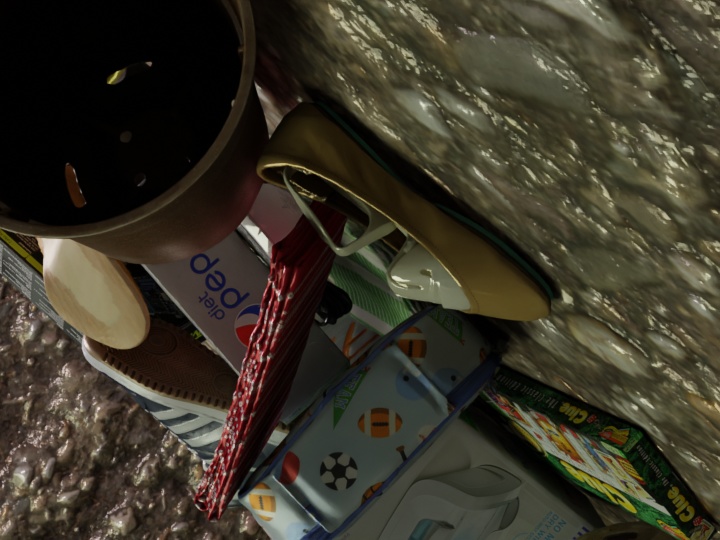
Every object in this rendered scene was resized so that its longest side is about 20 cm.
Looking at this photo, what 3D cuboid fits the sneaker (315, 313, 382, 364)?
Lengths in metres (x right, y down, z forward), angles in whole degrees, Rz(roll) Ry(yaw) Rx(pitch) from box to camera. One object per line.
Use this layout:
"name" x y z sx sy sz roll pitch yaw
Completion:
"sneaker" -0.017 0.074 1.394 0.077 0.078 0.200 48 171 28

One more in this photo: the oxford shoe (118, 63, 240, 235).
"oxford shoe" -0.157 -0.074 1.274 0.200 0.084 0.073 55 -155 -31

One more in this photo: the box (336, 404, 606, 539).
"box" 0.056 0.212 1.232 0.176 0.200 0.097 40 -173 -14

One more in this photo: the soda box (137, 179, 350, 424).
"soda box" -0.096 0.017 1.183 0.200 0.068 0.063 48 175 6

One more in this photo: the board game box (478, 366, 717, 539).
"board game box" 0.152 0.122 1.117 0.105 0.023 0.200 47 168 -27

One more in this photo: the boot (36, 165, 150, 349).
"boot" -0.197 -0.022 1.266 0.201 0.071 0.144 41 -155 20

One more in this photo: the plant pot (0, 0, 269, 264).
"plant pot" -0.142 -0.097 0.962 0.200 0.200 0.198 41 177 13

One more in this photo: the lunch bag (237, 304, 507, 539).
"lunch bag" 0.013 0.102 1.081 0.076 0.200 0.160 47 -178 6

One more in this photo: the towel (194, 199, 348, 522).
"towel" -0.053 0.046 1.035 0.022 0.200 0.145 22 -153 6

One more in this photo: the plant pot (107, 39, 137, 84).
"plant pot" -0.260 -0.192 1.058 0.200 0.200 0.142 68 178 -64

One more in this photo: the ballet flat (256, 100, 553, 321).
"ballet flat" 0.021 -0.020 0.951 0.200 0.063 0.069 39 166 19

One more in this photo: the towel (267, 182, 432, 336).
"towel" 0.000 0.000 1.195 0.152 0.023 0.200 34 165 44

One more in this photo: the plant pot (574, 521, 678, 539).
"plant pot" 0.209 0.286 1.158 0.200 0.200 0.184 29 150 51

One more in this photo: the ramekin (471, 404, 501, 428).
"ramekin" 0.025 0.180 1.342 0.202 0.202 0.094 51 178 -31

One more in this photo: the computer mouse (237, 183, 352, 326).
"computer mouse" -0.053 -0.021 1.161 0.110 0.044 0.200 49 175 9

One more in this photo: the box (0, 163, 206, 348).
"box" -0.189 -0.017 1.366 0.200 0.193 0.048 38 141 20

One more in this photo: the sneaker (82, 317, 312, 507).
"sneaker" -0.128 0.113 1.251 0.200 0.070 0.109 22 132 0
